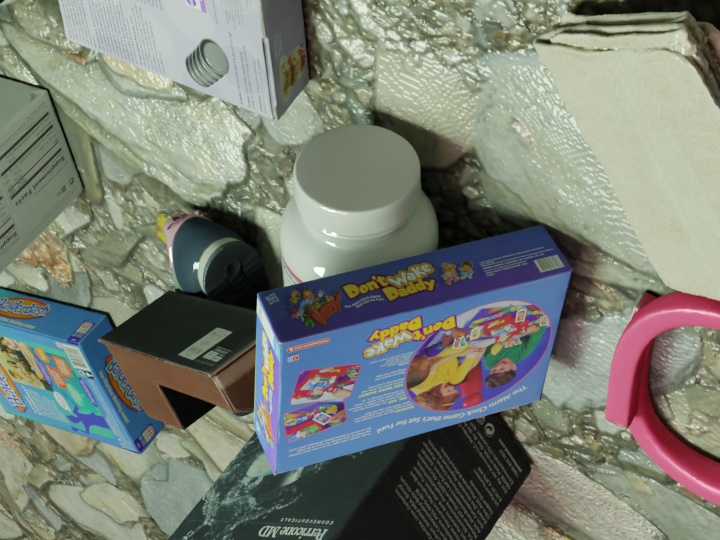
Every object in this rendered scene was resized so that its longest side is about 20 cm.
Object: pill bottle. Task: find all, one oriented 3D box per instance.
[{"bbox_3d":[0.000,0.000,1.068,0.109,0.109,0.200,24,143,21],"label":"pill bottle"}]

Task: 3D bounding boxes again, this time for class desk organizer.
[{"bbox_3d":[-0.110,0.074,1.145,0.200,0.072,0.077,9,130,59],"label":"desk organizer"}]

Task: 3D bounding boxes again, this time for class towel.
[{"bbox_3d":[0.184,-0.060,0.870,0.132,0.034,0.200,15,143,57],"label":"towel"}]

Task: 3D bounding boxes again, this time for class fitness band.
[{"bbox_3d":[0.233,0.085,1.008,0.143,0.037,0.200,24,145,21],"label":"fitness band"}]

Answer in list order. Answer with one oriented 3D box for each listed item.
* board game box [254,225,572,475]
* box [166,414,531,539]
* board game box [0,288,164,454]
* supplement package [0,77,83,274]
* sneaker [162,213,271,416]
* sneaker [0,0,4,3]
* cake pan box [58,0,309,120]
[{"bbox_3d":[0.031,0.053,1.020,0.135,0.199,0.045,96,154,-46],"label":"board game box"},{"bbox_3d":[-0.009,0.183,1.207,0.196,0.200,0.118,-8,124,47],"label":"box"},{"bbox_3d":[-0.302,0.094,1.522,0.200,0.045,0.152,11,138,35],"label":"board game box"},{"bbox_3d":[-0.363,-0.082,1.277,0.200,0.156,0.111,17,141,29],"label":"supplement package"},{"bbox_3d":[-0.112,0.033,1.266,0.082,0.070,0.200,37,147,35],"label":"sneaker"},{"bbox_3d":[-0.305,-0.195,1.168,0.199,0.076,0.114,7,136,43],"label":"sneaker"},{"bbox_3d":[-0.127,-0.209,1.000,0.184,0.052,0.200,20,142,23],"label":"cake pan box"}]
